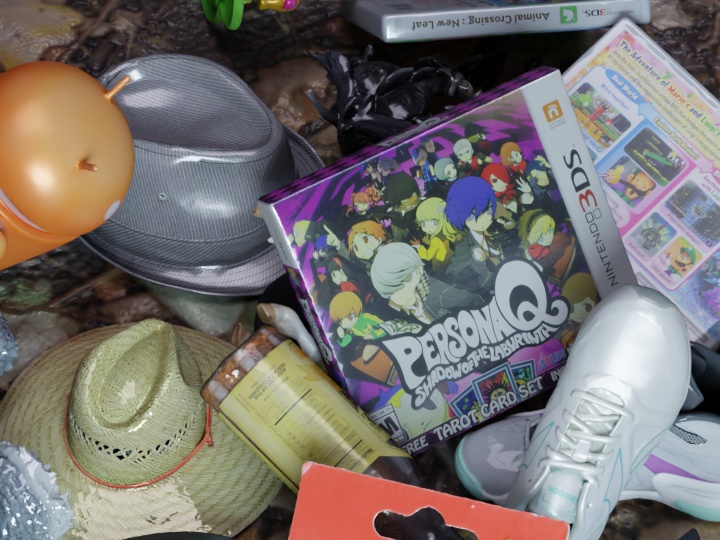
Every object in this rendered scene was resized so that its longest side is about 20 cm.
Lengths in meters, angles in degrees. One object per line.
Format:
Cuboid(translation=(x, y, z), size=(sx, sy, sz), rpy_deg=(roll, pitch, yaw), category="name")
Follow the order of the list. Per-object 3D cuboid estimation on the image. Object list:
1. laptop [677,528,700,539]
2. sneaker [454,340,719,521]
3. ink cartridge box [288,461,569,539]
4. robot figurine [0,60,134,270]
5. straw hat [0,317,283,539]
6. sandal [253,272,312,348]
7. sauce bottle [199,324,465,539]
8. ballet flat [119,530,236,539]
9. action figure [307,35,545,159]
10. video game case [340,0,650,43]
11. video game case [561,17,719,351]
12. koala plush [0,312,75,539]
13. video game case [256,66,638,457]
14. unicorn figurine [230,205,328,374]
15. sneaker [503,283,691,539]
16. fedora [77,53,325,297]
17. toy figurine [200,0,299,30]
Cuboid(translation=(0.105, 0.252, 1.226), size=(0.200, 0.103, 0.177), rpy_deg=(-7, 48, -10), category="laptop")
Cuboid(translation=(0.159, 0.082, 1.358), size=(0.200, 0.140, 0.078), rpy_deg=(-1, 48, -5), category="sneaker")
Cuboid(translation=(0.012, 0.213, 1.205), size=(0.162, 0.050, 0.200), rpy_deg=(11, 86, 22), category="ink cartridge box")
Cuboid(translation=(-0.225, -0.061, 1.442), size=(0.144, 0.200, 0.117), rpy_deg=(-14, 85, -54), category="robot figurine")
Cuboid(translation=(-0.134, 0.080, 1.378), size=(0.201, 0.085, 0.201), rpy_deg=(1, 48, -2), category="straw hat")
Cuboid(translation=(0.012, -0.001, 1.490), size=(0.200, 0.043, 0.076), rpy_deg=(-30, 56, -27), category="sandal")
Cuboid(translation=(-0.005, 0.120, 1.337), size=(0.200, 0.066, 0.066), rpy_deg=(45, 56, 4), category="sauce bottle")
Cuboid(translation=(-0.071, 0.182, 1.291), size=(0.200, 0.068, 0.068), rpy_deg=(0, 87, -2), category="ballet flat")
Cuboid(translation=(0.039, -0.102, 1.546), size=(0.200, 0.102, 0.119), rpy_deg=(-19, 49, -40), category="action figure")
Cuboid(translation=(0.089, -0.182, 1.600), size=(0.182, 0.022, 0.200), rpy_deg=(-5, 11, -8), category="video game case")
Cuboid(translation=(0.176, -0.036, 1.472), size=(0.182, 0.024, 0.200), rpy_deg=(-43, 73, -5), category="video game case")
Cuboid(translation=(-0.270, 0.100, 1.310), size=(0.177, 0.184, 0.200), rpy_deg=(-24, 75, -7), category="koala plush")
Cuboid(translation=(0.061, -0.002, 1.383), size=(0.200, 0.182, 0.036), rpy_deg=(-25, 14, -13), category="video game case")
Cuboid(translation=(0.000, 0.000, 1.422), size=(0.137, 0.200, 0.074), rpy_deg=(13, 5, -20), category="unicorn figurine")
Cuboid(translation=(0.130, 0.102, 1.292), size=(0.070, 0.201, 0.080), rpy_deg=(25, 26, 11), category="sneaker")
Cuboid(translation=(-0.112, -0.078, 1.520), size=(0.200, 0.090, 0.177), rpy_deg=(24, 51, 17), category="fedora")
Cuboid(translation=(-0.018, -0.246, 1.635), size=(0.184, 0.150, 0.200), rpy_deg=(-5, 32, -12), category="toy figurine")
